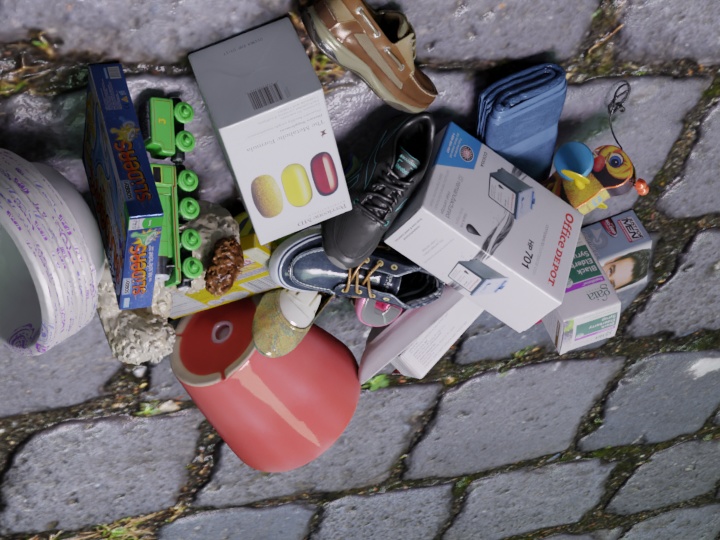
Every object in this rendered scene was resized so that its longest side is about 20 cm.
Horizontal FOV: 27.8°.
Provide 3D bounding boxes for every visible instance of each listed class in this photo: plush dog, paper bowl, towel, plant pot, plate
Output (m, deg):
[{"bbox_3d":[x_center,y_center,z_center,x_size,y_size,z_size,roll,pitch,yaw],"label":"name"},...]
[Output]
[{"bbox_3d":[-0.211,-0.022,1.539,0.171,0.200,0.161,-19,125,-12],"label":"plush dog"},{"bbox_3d":[-0.330,-0.025,1.429,0.104,0.201,0.201,-32,154,-36],"label":"paper bowl"},{"bbox_3d":[0.182,-0.157,1.698,0.111,0.049,0.201,-25,148,-17],"label":"towel"},{"bbox_3d":[-0.125,0.119,1.767,0.200,0.201,0.177,-32,134,10],"label":"plant pot"},{"bbox_3d":[0.075,0.035,1.813,0.032,0.200,0.199,45,114,-9],"label":"plate"}]

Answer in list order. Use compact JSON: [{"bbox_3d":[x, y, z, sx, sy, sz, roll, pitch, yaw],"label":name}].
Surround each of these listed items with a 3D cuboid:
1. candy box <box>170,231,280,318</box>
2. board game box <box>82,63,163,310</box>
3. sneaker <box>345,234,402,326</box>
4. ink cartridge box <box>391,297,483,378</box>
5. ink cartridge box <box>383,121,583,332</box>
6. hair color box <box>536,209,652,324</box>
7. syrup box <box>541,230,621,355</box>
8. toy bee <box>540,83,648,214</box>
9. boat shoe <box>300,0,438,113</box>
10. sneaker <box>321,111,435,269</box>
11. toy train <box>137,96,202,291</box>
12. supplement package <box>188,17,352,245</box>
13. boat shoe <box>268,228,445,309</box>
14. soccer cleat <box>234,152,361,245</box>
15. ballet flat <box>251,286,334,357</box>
[{"bbox_3d":[-0.170,0.008,1.658,0.199,0.027,0.102,-16,150,29],"label":"candy box"},{"bbox_3d":[-0.232,-0.082,1.405,0.034,0.201,0.136,-7,142,-19],"label":"board game box"},{"bbox_3d":[0.037,-0.036,1.754,0.079,0.095,0.201,28,96,-34],"label":"sneaker"},{"bbox_3d":[0.110,0.049,1.843,0.200,0.045,0.176,-47,-173,-10],"label":"ink cartridge box"},{"bbox_3d":[0.142,-0.048,1.641,0.199,0.147,0.086,32,139,-14],"label":"ink cartridge box"},{"bbox_3d":[0.291,0.001,1.971,0.199,0.061,0.099,-21,145,-8],"label":"hair color box"},{"bbox_3d":[0.246,-0.004,1.812,0.078,0.201,0.082,-18,145,-9],"label":"syrup box"},{"bbox_3d":[0.280,-0.111,1.722,0.131,0.109,0.201,-3,131,-54],"label":"toy bee"},{"bbox_3d":[0.025,-0.227,1.489,0.074,0.076,0.200,-41,144,17],"label":"boat shoe"},{"bbox_3d":[0.021,-0.094,1.582,0.075,0.201,0.079,32,162,-14],"label":"sneaker"},{"bbox_3d":[-0.194,-0.079,1.456,0.056,0.201,0.042,3,167,-33],"label":"toy train"},{"bbox_3d":[-0.089,-0.140,1.500,0.113,0.110,0.200,-22,146,-4],"label":"supplement package"},{"bbox_3d":[0.000,0.000,1.620,0.199,0.091,0.071,-2,112,-37],"label":"boat shoe"},{"bbox_3d":[-0.082,-0.076,1.649,0.199,0.065,0.084,-19,108,5],"label":"soccer cleat"},{"bbox_3d":[-0.062,0.023,1.692,0.200,0.070,0.071,-52,172,-47],"label":"ballet flat"}]
